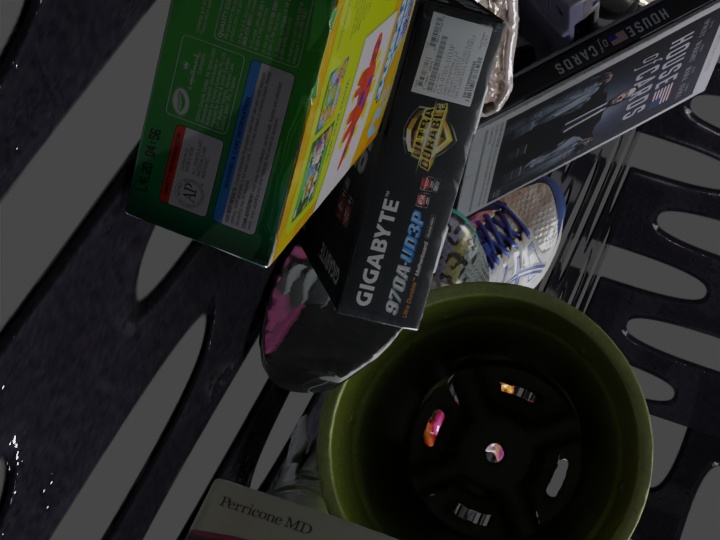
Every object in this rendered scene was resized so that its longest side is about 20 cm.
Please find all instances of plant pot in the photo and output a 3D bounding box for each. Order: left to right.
[{"bbox_3d":[0.081,0.113,1.455,0.190,0.200,0.200,43,65,-83],"label":"plant pot"}]

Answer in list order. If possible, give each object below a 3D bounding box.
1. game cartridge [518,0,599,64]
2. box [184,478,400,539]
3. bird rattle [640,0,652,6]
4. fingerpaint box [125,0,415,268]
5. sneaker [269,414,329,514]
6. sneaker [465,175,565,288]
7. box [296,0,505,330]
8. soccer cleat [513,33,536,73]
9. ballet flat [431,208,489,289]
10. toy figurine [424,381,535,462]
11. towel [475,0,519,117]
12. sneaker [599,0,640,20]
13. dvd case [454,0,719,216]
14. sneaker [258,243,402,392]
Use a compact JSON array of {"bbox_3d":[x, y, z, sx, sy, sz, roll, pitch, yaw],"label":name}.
[{"bbox_3d":[0.098,-0.175,1.460,0.038,0.130,0.200,-41,164,-9],"label":"game cartridge"},{"bbox_3d":[-0.063,0.239,1.298,0.109,0.128,0.200,96,15,-50],"label":"box"},{"bbox_3d":[0.189,-0.277,1.716,0.113,0.163,0.200,-100,-146,-70],"label":"bird rattle"},{"bbox_3d":[-0.023,-0.129,0.990,0.167,0.073,0.200,-54,162,-60],"label":"fingerpaint box"},{"bbox_3d":[-0.031,0.145,1.487,0.200,0.075,0.115,95,14,-70],"label":"sneaker"},{"bbox_3d":[0.088,-0.002,1.696,0.200,0.075,0.088,-48,172,-19],"label":"sneaker"},{"bbox_3d":[0.015,-0.072,1.194,0.200,0.046,0.159,-120,-135,-73],"label":"box"},{"bbox_3d":[0.034,-0.134,1.381,0.068,0.073,0.200,-54,160,23],"label":"soccer cleat"},{"bbox_3d":[0.046,0.030,1.527,0.200,0.072,0.072,95,16,-63],"label":"ballet flat"},{"bbox_3d":[0.094,0.113,1.795,0.150,0.184,0.200,-46,153,-69],"label":"toy figurine"},{"bbox_3d":[0.057,-0.194,1.240,0.200,0.034,0.133,89,-10,-55],"label":"towel"},{"bbox_3d":[0.131,-0.197,1.560,0.077,0.078,0.200,-62,-156,10],"label":"sneaker"},{"bbox_3d":[0.144,-0.110,1.457,0.200,0.025,0.150,-27,163,-12],"label":"dvd case"},{"bbox_3d":[0.000,0.000,1.378,0.200,0.080,0.086,-57,178,-33],"label":"sneaker"}]
